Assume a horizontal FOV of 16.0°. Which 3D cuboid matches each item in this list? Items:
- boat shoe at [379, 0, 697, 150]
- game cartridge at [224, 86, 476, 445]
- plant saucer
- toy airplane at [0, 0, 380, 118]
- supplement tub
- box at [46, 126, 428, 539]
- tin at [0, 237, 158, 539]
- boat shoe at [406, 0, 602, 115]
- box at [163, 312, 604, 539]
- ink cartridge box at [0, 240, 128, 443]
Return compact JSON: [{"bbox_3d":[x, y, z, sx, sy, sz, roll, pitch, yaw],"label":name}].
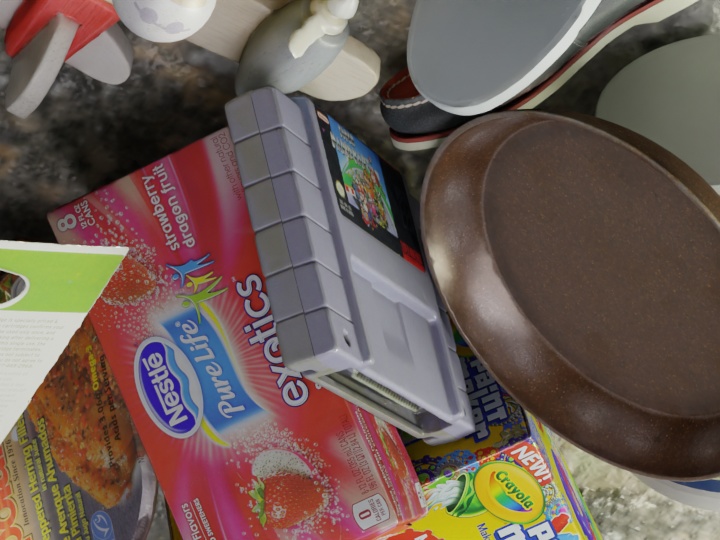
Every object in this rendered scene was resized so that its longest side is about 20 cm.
[{"bbox_3d":[0.089,-0.127,1.179,0.199,0.071,0.063,-31,120,10],"label":"boat shoe"},{"bbox_3d":[0.000,0.000,1.169,0.038,0.131,0.200,-15,163,16],"label":"game cartridge"},{"bbox_3d":[0.115,0.006,1.165,0.034,0.199,0.201,-41,136,-33],"label":"plant saucer"},{"bbox_3d":[-0.097,-0.137,1.090,0.198,0.142,0.200,-12,128,-2],"label":"toy airplane"},{"bbox_3d":[0.183,0.002,1.244,0.144,0.145,0.201,-12,127,-2],"label":"supplement tub"},{"bbox_3d":[-0.055,0.045,1.196,0.099,0.095,0.201,-24,84,9],"label":"box"},{"bbox_3d":[-0.158,0.079,1.259,0.042,0.112,0.201,15,126,34],"label":"tin"},{"bbox_3d":[0.092,-0.150,1.114,0.200,0.073,0.068,-62,157,-5],"label":"boat shoe"},{"bbox_3d":[0.024,0.151,1.339,0.191,0.122,0.201,-24,127,6],"label":"box"},{"bbox_3d":[-0.211,0.026,1.098,0.147,0.076,0.200,4,138,-39],"label":"ink cartridge box"}]
